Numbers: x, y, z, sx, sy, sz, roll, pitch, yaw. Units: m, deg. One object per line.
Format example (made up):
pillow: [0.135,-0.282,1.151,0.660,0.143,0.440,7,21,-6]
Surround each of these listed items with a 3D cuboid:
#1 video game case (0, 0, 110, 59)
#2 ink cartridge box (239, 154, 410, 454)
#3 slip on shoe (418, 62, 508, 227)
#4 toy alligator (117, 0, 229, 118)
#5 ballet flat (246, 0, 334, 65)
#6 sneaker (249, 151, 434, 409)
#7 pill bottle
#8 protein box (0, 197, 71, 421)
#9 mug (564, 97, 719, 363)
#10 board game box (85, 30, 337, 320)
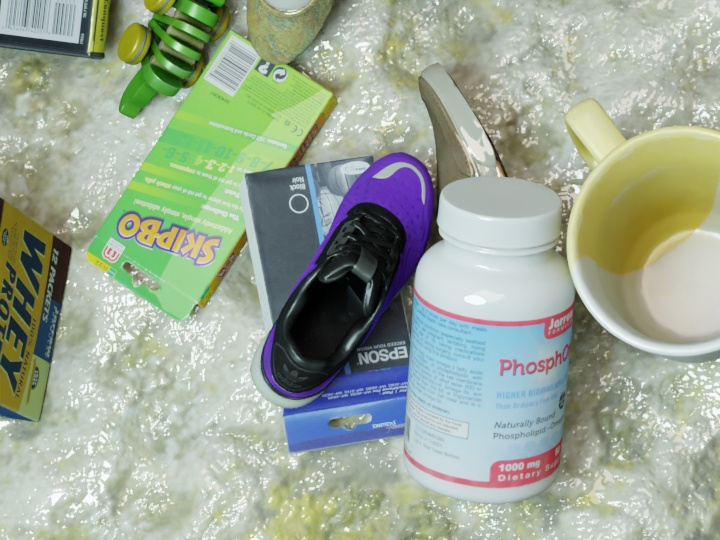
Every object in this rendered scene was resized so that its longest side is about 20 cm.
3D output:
video game case: [-0.270,-0.259,1.790,0.198,0.025,0.182,9,95,23]
ink cartridge box: [-0.020,0.023,1.695,0.099,0.039,0.202,-9,77,-12]
slip on shoe: [0.079,-0.049,1.689,0.060,0.076,0.201,-27,83,6]
toy alligator: [-0.118,-0.194,1.744,0.201,0.059,0.054,-60,33,9]
ballet flat: [-0.036,-0.245,1.704,0.070,0.071,0.201,27,95,16]
sneaker: [0.000,0.000,1.631,0.069,0.100,0.201,30,71,-2]
pill bottle: [0.087,0.045,1.604,0.108,0.109,0.202,8,112,13]
protein box: [-0.336,0.014,1.691,0.197,0.200,0.136,7,80,13]
mug: [0.219,-0.022,1.609,0.148,0.153,0.188,-6,77,11]
board game box: [-0.110,-0.067,1.752,0.095,0.030,0.201,32,83,15]
